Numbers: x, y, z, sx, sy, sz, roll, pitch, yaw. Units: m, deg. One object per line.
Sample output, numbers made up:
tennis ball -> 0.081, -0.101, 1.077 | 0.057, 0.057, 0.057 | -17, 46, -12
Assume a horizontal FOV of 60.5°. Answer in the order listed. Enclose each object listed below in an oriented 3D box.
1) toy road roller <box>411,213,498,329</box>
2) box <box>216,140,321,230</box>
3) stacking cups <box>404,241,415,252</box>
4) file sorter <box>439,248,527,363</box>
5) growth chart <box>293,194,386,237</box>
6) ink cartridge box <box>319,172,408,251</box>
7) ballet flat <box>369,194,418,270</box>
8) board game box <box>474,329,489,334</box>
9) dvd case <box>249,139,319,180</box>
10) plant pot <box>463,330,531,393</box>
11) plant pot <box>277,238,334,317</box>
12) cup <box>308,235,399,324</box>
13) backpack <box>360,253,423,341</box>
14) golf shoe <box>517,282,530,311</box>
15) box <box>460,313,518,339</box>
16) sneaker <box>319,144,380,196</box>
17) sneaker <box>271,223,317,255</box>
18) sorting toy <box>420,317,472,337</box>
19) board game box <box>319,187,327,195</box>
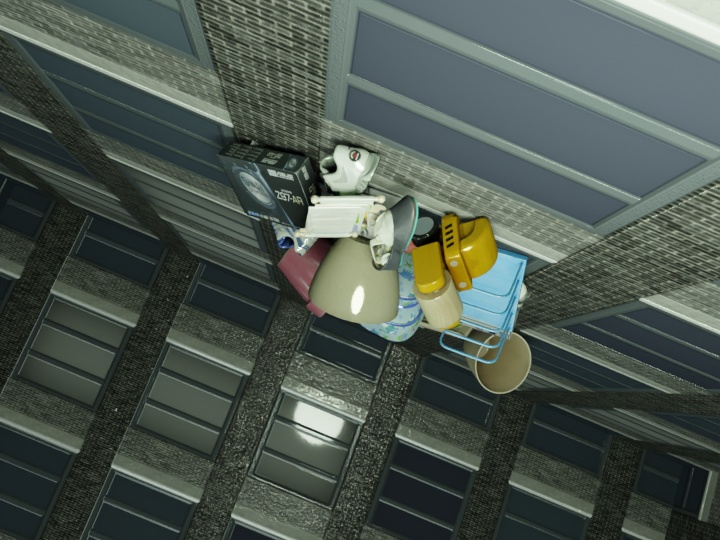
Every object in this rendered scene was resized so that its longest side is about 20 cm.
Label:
toy road roller -> 0.169, -0.012, 1.081 | 0.143, 0.203, 0.124 | -15, 135, 18
box -> -0.166, -0.159, 1.191 | 0.197, 0.044, 0.162 | 18, 146, 28
stacking cups -> 0.049, -0.076, 1.348 | 0.197, 0.062, 0.060 | 10, 164, 33
file sorter -> 0.238, 0.065, 1.234 | 0.136, 0.123, 0.203 | 17, 136, 20
growth chart -> -0.036, -0.092, 1.098 | 0.141, 0.018, 0.200 | 1, 163, -14
ink cartridge box -> 0.006, -0.114, 1.211 | 0.196, 0.068, 0.116 | 20, 168, 16
ballet flat -> 0.052, -0.057, 1.082 | 0.072, 0.074, 0.201 | 21, 151, 4
board game box -> 0.275, 0.119, 1.657 | 0.197, 0.033, 0.120 | 17, -158, -29
dvd case -> -0.174, -0.203, 1.280 | 0.147, 0.016, 0.200 | 26, 168, -15
plant pot -> 0.401, 0.258, 1.927 | 0.185, 0.190, 0.200 | 25, -178, -17
plant pot -> -0.117, -0.008, 1.660 | 0.178, 0.201, 0.200 | 39, 167, -5
cup -> 0.000, 0.000, 1.283 | 0.196, 0.146, 0.201 | 12, -161, -4
backpack -> 0.080, 0.047, 1.463 | 0.180, 0.202, 0.148 | 22, 150, 8
golf shoe -> 0.268, 0.013, 1.326 | 0.197, 0.078, 0.095 | 15, 146, 34
box -> 0.267, 0.071, 1.428 | 0.196, 0.119, 0.060 | 18, 169, 21
sneaker -> -0.030, -0.163, 1.064 | 0.087, 0.075, 0.200 | 23, 159, -5
sneaker -> -0.189, -0.105, 1.508 | 0.198, 0.089, 0.075 | 28, 169, 38
sorting toy -> 0.218, 0.090, 1.551 | 0.182, 0.199, 0.037 | 14, 125, 32
board game box -> -0.170, -0.187, 1.252 | 0.197, 0.020, 0.103 | 16, 165, 29
